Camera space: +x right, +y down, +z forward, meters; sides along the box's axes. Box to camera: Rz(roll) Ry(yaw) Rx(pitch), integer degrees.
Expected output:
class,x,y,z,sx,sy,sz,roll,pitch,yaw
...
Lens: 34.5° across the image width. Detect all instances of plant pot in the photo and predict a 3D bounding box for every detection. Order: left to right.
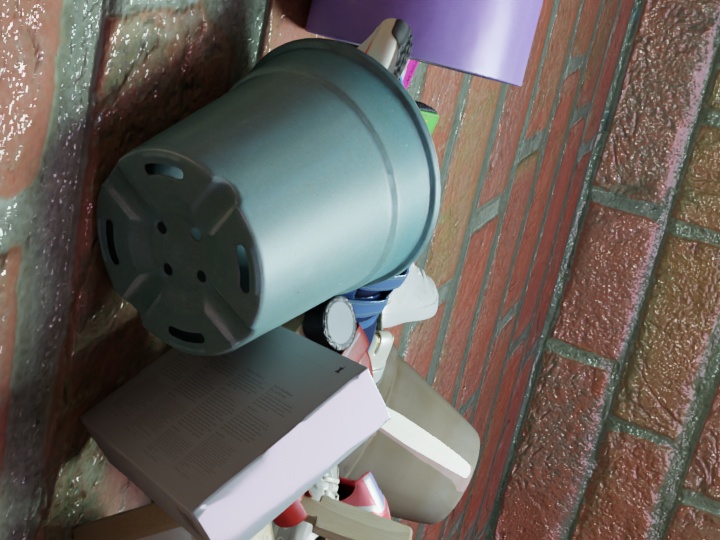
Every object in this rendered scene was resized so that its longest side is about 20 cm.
class,x,y,z,sx,sy,sz,roll,pitch,yaw
plant pot,-0.073,-0.045,0.842,0.196,0.198,0.203,-36,142,-50
plant pot,0.031,0.192,1.293,0.201,0.172,0.200,-57,-169,18

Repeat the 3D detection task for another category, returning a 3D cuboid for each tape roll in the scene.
class,x,y,z,sx,sy,sz,roll,pitch,yaw
tape roll,0.056,-0.226,1.012,0.200,0.197,0.086,-12,118,-70

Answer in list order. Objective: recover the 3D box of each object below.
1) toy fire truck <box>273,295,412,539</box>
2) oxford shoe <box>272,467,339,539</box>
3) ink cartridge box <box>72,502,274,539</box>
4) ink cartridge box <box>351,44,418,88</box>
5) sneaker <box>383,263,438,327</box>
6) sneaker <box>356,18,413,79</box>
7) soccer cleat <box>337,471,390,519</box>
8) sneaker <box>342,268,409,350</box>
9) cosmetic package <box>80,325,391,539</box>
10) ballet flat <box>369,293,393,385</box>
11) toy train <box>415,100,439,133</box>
class,x,y,z,sx,sy,sz,roll,pitch,yaw
toy fire truck,-0.032,0.142,0.979,0.177,0.127,0.202,-55,129,-40
oxford shoe,-0.044,0.213,1.103,0.075,0.057,0.203,34,74,-71
ink cartridge box,-0.132,0.274,0.860,0.075,0.164,0.203,7,67,-48
ink cartridge box,0.025,-0.217,1.212,0.200,0.037,0.096,70,42,-67
sneaker,0.049,-0.008,1.293,0.200,0.073,0.117,-16,119,-68
sneaker,-0.035,-0.132,0.933,0.200,0.093,0.071,-55,-171,43
soccer cleat,-0.056,0.237,1.187,0.066,0.198,0.078,-32,113,-50
sneaker,0.000,0.000,1.028,0.073,0.082,0.203,-7,114,-34
cosmetic package,-0.094,0.105,0.824,0.150,0.199,0.052,-39,120,-20
ballet flat,0.003,0.050,1.159,0.067,0.063,0.204,8,78,-50
toy train,0.019,-0.153,1.172,0.199,0.042,0.057,-2,121,-59
